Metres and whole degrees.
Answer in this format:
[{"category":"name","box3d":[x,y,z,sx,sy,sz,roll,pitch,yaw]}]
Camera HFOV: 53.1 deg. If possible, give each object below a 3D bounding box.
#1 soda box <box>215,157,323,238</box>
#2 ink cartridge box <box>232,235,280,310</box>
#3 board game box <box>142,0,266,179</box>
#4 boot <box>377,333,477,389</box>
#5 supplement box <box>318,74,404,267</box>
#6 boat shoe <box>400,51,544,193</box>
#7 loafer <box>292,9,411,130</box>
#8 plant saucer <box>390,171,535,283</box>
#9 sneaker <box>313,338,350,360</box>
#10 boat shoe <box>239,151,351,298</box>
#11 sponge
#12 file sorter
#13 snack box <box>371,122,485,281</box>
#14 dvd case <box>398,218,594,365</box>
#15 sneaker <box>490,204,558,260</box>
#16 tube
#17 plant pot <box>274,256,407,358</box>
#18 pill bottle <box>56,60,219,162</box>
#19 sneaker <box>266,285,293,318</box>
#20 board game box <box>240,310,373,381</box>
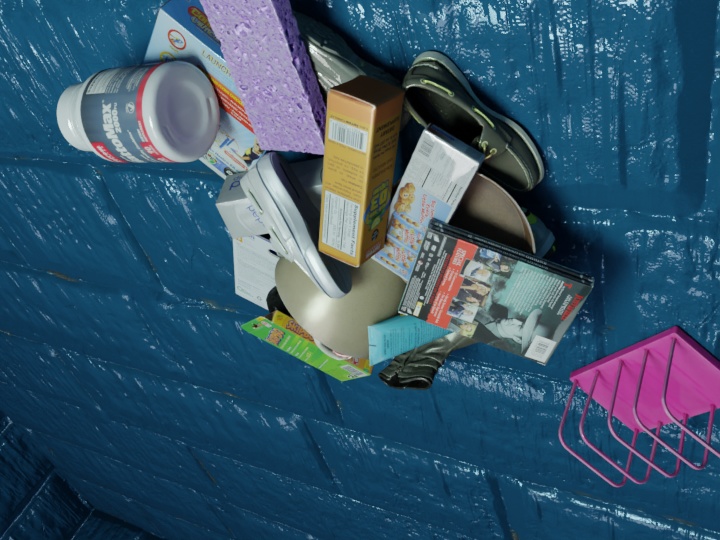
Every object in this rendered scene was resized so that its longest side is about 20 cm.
[{"category":"soda box","box3d":[-0.089,-0.100,0.969,0.197,0.069,0.064,-8,131,15]},{"category":"ink cartridge box","box3d":[-0.120,0.011,1.197,0.194,0.043,0.201,26,143,12]},{"category":"board game box","box3d":[-0.195,-0.231,0.963,0.199,0.056,0.196,38,143,-8]},{"category":"boot","box3d":[0.123,0.123,1.070,0.199,0.131,0.068,-16,124,46]},{"category":"supplement box","box3d":[-0.002,-0.108,0.814,0.068,0.066,0.202,26,129,24]},{"category":"boat shoe","box3d":[0.125,-0.153,0.810,0.201,0.061,0.072,42,141,-13]},{"category":"loafer","box3d":[-0.029,-0.224,0.832,0.199,0.070,0.070,37,124,-6]},{"category":"plant saucer","box3d":[0.119,-0.041,0.875,0.198,0.035,0.203,16,128,22]},{"category":"sneaker","box3d":[-0.002,0.092,1.086,0.199,0.106,0.075,19,130,-42]},{"category":"boat shoe","box3d":[-0.081,-0.048,0.906,0.066,0.073,0.202,-31,83,26]},{"category":"sponge","box3d":[-0.102,-0.224,0.822,0.110,0.030,0.202,13,138,35]},{"category":"file sorter","box3d":[0.384,0.196,0.965,0.138,0.126,0.200,37,144,-8]},{"category":"snack box","box3d":[0.071,-0.071,0.842,0.071,0.024,0.201,32,134,7]},{"category":"dvd case","box3d":[0.155,0.030,0.859,0.198,0.022,0.147,20,134,5]},{"category":"sneaker","box3d":[0.156,-0.027,0.935,0.199,0.076,0.077,-25,107,39]},{"category":"tube","box3d":[0.100,0.069,0.978,0.050,0.198,0.078,50,155,47]},{"category":"plant pot","box3d":[0.000,0.000,0.997,0.199,0.201,0.135,37,118,-7]},{"category":"pill bottle","box3d":[-0.290,-0.199,0.923,0.198,0.120,0.120,5,136,33]},{"category":"sneaker","box3d":[-0.117,0.049,1.143,0.087,0.076,0.201,29,146,16]},{"category":"board game box","box3d":[-0.083,0.116,1.119,0.198,0.030,0.095,28,154,-22]}]
